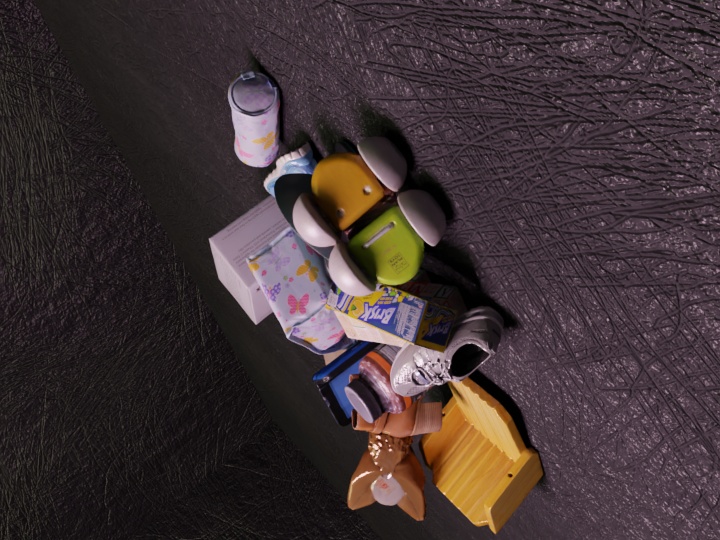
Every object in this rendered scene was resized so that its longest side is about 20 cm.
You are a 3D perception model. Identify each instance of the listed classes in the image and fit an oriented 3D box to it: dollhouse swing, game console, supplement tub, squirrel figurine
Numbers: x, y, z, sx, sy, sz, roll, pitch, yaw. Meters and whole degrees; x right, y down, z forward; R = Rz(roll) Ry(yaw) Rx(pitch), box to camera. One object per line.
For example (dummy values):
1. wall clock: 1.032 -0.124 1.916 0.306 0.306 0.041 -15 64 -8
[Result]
1. dollhouse swing: 0.174 0.292 1.661 0.200 0.182 0.176 38 179 45
2. game console: 0.026 0.178 1.768 0.119 0.199 0.171 54 167 -1
3. supplement tub: 0.071 0.152 1.582 0.107 0.199 0.107 46 162 20
4. squirrel figurine: 0.056 0.313 1.790 0.187 0.139 0.203 -71 -19 -62

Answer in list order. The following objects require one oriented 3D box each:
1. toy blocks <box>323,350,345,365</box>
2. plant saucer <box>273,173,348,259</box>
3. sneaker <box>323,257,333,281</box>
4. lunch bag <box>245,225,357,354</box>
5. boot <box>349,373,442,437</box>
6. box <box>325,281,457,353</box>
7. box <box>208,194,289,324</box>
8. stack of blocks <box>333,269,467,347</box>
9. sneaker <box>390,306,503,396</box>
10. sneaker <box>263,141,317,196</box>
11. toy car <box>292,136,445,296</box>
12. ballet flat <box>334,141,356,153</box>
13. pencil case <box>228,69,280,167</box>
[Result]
1. toy blocks: -0.043 0.095 1.958 0.098 0.139 0.201 3 148 9
2. plant saucer: -0.041 -0.087 1.523 0.199 0.039 0.202 32 -151 -20
3. sneaker: -0.036 -0.056 1.618 0.201 0.076 0.092 -124 20 -44
4. lunch bag: -0.080 0.039 1.698 0.171 0.126 0.200 59 -172 26
5. boot: 0.054 0.176 1.664 0.074 0.152 0.203 120 149 -59
6. box: 0.041 0.054 1.425 0.069 0.065 0.199 18 -177 -43
7. box: -0.168 -0.031 1.911 0.131 0.198 0.201 49 164 16
8. stack of blocks: 0.069 0.056 1.543 0.198 0.115 0.059 7 135 45
9. sneaker: 0.115 0.126 1.409 0.074 0.199 0.083 39 -147 -20
10. sneaker: -0.111 -0.143 1.716 0.091 0.078 0.200 59 165 4
11. toy car: 0.017 -0.075 1.382 0.201 0.174 0.150 53 -166 2
12. ballet flat: 0.007 -0.101 1.492 0.201 0.073 0.073 53 165 8
13. pencil case: -0.180 -0.255 1.697 0.091 0.082 0.201 55 165 16
